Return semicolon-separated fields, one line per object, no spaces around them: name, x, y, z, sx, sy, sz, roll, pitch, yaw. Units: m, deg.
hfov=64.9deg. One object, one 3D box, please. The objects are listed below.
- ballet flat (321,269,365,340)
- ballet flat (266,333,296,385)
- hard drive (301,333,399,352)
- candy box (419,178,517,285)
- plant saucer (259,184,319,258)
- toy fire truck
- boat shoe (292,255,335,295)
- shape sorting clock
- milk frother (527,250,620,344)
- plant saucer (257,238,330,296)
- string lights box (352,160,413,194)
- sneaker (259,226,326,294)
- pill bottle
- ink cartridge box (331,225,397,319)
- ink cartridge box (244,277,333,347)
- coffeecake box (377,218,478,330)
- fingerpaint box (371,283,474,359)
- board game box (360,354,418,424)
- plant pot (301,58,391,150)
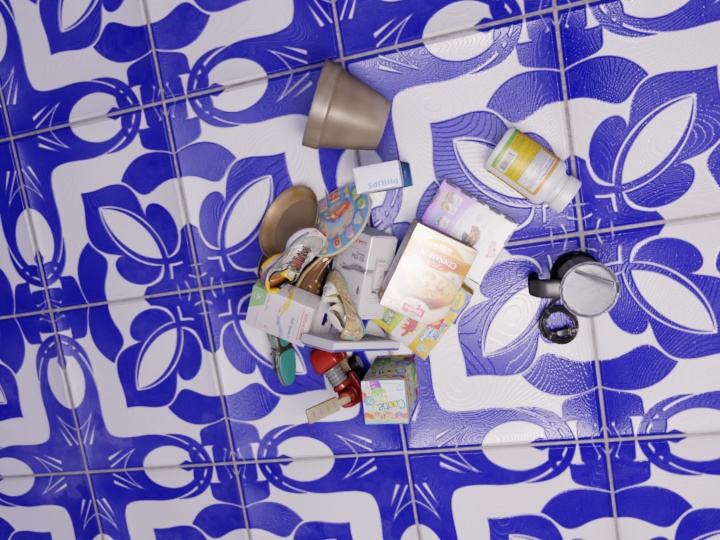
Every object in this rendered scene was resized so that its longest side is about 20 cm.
ballet flat;-0.053;0.076;1.308;0.201;0.065;0.071;61;140;36
ballet flat;-0.213;0.203;1.494;0.073;0.074;0.202;-1;101;13
hard drive;-0.023;0.171;1.350;0.131;0.199;0.026;5;90;51
candy box;0.242;-0.091;1.337;0.199;0.072;0.169;32;104;7
plant saucer;-0.169;-0.113;1.403;0.199;0.035;0.202;-19;58;32
toy fire truck;-0.072;0.273;1.396;0.128;0.200;0.177;-33;90;15
boat shoe;-0.121;0.030;1.408;0.067;0.072;0.200;39;111;-2
shape sorting clock;-0.058;-0.122;1.358;0.199;0.201;0.039;-37;129;15
milk frother;0.472;0.076;1.249;0.179;0.188;0.202;-20;94;16
plant saucer;-0.169;0.012;1.466;0.198;0.034;0.203;2;99;13
string lights box;0.056;-0.212;1.294;0.102;0.200;0.060;-8;97;13
sneaker;-0.149;-0.018;1.298;0.078;0.082;0.200;34;114;-33
pill bottle;0.385;-0.220;1.264;0.199;0.111;0.111;36;104;5
ink cartridge box;0.000;0.000;1.365;0.146;0.082;0.202;25;108;51
ink cartridge box;-0.169;0.105;1.373;0.198;0.067;0.118;20;117;5
coffeecake box;0.148;0.009;1.277;0.152;0.073;0.201;23;101;-8
fingerpaint box;0.152;0.084;1.382;0.166;0.073;0.201;36;106;6
board game box;0.075;0.281;1.364;0.104;0.200;0.104;-5;98;13
plant pot;-0.028;-0.360;1.311;0.172;0.200;0.202;18;102;-7
